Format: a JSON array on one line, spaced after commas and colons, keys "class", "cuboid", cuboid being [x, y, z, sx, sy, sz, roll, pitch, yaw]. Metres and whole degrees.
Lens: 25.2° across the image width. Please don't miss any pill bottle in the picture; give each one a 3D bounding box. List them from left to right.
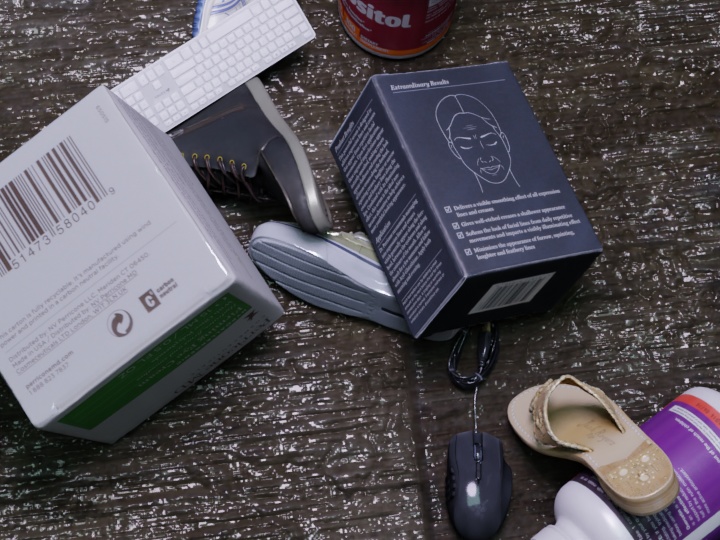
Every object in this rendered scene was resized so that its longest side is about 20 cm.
[{"class": "pill bottle", "cuboid": [0.038, -0.281, 1.434, 0.111, 0.200, 0.115, 1, 70, -3]}, {"class": "pill bottle", "cuboid": [0.238, 0.193, 1.323, 0.199, 0.113, 0.113, -34, 75, -14]}]

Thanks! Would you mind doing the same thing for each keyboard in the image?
[{"class": "keyboard", "cuboid": [-0.135, -0.181, 1.432, 0.199, 0.011, 0.057, -34, 105, -11]}]

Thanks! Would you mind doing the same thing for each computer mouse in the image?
[{"class": "computer mouse", "cuboid": [0.101, 0.130, 1.379, 0.058, 0.034, 0.203, 1, 70, -2]}]

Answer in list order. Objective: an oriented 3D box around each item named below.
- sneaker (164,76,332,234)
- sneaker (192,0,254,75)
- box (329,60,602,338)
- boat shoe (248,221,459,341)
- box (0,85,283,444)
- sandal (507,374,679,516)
[{"class": "sneaker", "cuboid": [-0.099, -0.080, 1.404, 0.105, 0.075, 0.201, -27, 43, -5]}, {"class": "sneaker", "cuboid": [-0.100, -0.255, 1.484, 0.087, 0.075, 0.202, 15, 73, -2]}, {"class": "box", "cuboid": [0.087, -0.063, 1.376, 0.147, 0.107, 0.202, -10, 64, -31]}, {"class": "boat shoe", "cuboid": [0.000, 0.000, 1.410, 0.198, 0.072, 0.062, 23, 53, -3]}, {"class": "box", "cuboid": [-0.207, 0.002, 1.311, 0.198, 0.171, 0.201, -37, 76, 3]}, {"class": "sandal", "cuboid": [0.179, 0.116, 1.302, 0.077, 0.070, 0.211, -33, 31, -12]}]
